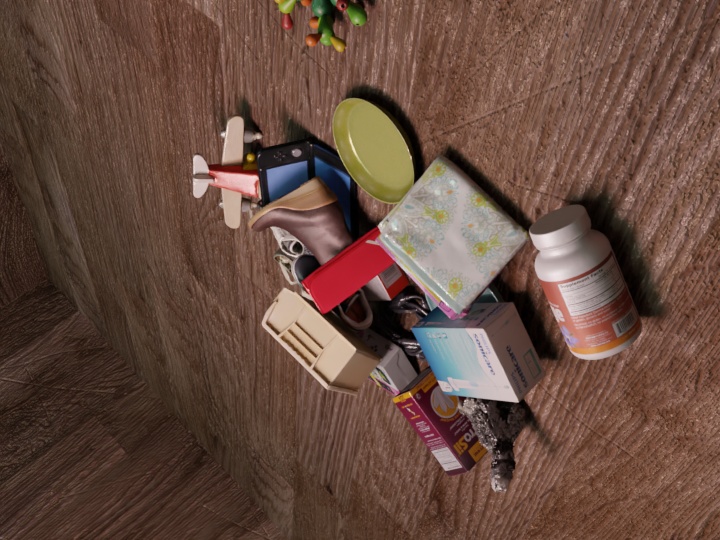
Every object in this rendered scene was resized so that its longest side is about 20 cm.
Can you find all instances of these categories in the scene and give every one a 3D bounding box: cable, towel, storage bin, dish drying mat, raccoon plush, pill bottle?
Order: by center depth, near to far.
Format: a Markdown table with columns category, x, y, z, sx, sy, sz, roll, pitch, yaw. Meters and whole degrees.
| category | x | y | z | sx | sy | sz | roll | pitch | yaw |
| --- | --- | --- | --- | --- | --- | --- | --- | --- | --- |
| pill bottle | 0.316 | 0.015 | 1.200 | 0.112 | 0.112 | 0.202 | -2 | 119 | 56 |
| towel | 0.143 | -0.059 | 1.341 | 0.200 | 0.048 | 0.172 | 45 | 106 | 15 |
| dish drying mat | -0.012 | -0.006 | 1.579 | 0.077 | 0.199 | 0.018 | 55 | 170 | -8 |
| raccoon plush | 0.230 | 0.312 | 1.593 | 0.096 | 0.203 | 0.134 | 25 | 157 | -17 |
| storage bin | -0.075 | 0.139 | 1.655 | 0.198 | 0.094 | 0.200 | 41 | -178 | 20 |
| cable | 0.105 | 0.113 | 1.695 | 0.164 | 0.051 | 0.199 | 51 | 154 | -10 |

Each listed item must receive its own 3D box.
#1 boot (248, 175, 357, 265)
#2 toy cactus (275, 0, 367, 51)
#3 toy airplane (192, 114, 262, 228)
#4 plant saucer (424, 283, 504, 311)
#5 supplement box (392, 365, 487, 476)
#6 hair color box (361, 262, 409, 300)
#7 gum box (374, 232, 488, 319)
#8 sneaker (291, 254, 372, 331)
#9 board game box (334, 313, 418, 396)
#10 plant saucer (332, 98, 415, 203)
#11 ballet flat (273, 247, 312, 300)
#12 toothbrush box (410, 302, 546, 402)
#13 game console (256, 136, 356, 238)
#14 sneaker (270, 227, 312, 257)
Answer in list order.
| category | x | y | z | sx | sy | sz | roll | pitch | yaw |
| --- | --- | --- | --- | --- | --- | --- | --- | --- | --- |
| boot | -0.111 | -0.070 | 1.630 | 0.198 | 0.072 | 0.168 | -26 | 97 | 28 |
| toy cactus | -0.072 | -0.438 | 1.327 | 0.199 | 0.101 | 0.168 | 32 | 136 | 48 |
| toy airplane | -0.263 | -0.208 | 1.791 | 0.199 | 0.142 | 0.200 | -31 | 111 | 29 |
| plant saucer | 0.197 | 0.062 | 1.505 | 0.199 | 0.036 | 0.202 | 36 | 146 | 29 |
| supplement box | 0.175 | 0.303 | 1.720 | 0.201 | 0.110 | 0.086 | 53 | 151 | 0 |
| hair color box | 0.000 | 0.000 | 1.704 | 0.199 | 0.064 | 0.112 | -5 | 119 | 56 |
| gum box | 0.135 | -0.024 | 1.408 | 0.200 | 0.066 | 0.114 | 46 | 106 | 17 |
| sneaker | -0.049 | 0.039 | 1.670 | 0.200 | 0.079 | 0.079 | 42 | 163 | -9 |
| board game box | 0.024 | 0.186 | 1.831 | 0.199 | 0.064 | 0.148 | 28 | 158 | 41 |
| plant saucer | 0.029 | -0.212 | 1.465 | 0.199 | 0.031 | 0.202 | 37 | 147 | 29 |
| ballet flat | -0.124 | 0.027 | 1.915 | 0.200 | 0.063 | 0.068 | 48 | 151 | 10 |
| toothbrush box | 0.201 | 0.139 | 1.457 | 0.199 | 0.085 | 0.148 | -6 | 116 | 58 |
| game console | -0.104 | -0.145 | 1.655 | 0.202 | 0.168 | 0.119 | 89 | 161 | -47 |
| sneaker | -0.155 | -0.083 | 1.827 | 0.199 | 0.080 | 0.077 | 31 | 146 | 38 |
